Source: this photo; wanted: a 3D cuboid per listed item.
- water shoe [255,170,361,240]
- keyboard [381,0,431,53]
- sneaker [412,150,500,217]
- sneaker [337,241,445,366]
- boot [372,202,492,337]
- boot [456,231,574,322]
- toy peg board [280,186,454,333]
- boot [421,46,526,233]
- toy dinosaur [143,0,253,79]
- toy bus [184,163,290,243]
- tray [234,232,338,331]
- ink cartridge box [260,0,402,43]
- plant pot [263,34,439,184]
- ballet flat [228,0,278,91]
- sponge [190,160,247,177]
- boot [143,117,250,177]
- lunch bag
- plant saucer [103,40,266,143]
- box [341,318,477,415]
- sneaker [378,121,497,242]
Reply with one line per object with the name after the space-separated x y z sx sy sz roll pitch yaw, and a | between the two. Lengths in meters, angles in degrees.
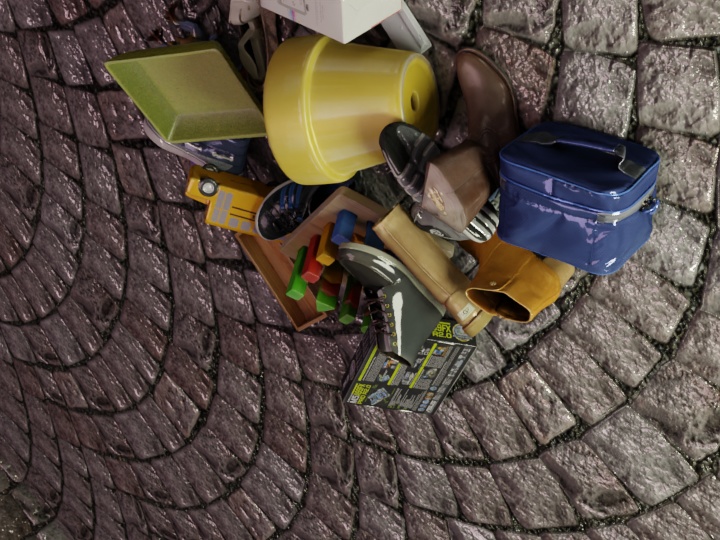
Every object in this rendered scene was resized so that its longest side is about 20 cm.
-0.086 -0.101 1.699 0.199 0.079 0.071 -35 116 23 | water shoe
0.024 -0.373 1.507 0.201 0.011 0.056 57 147 -3 | keyboard
0.144 -0.103 1.550 0.199 0.075 0.088 29 153 32 | sneaker
0.032 0.048 1.571 0.199 0.107 0.074 37 160 -28 | sneaker
0.106 -0.010 1.569 0.066 0.175 0.200 -43 93 7 | boot
0.176 -0.005 1.512 0.200 0.144 0.072 25 129 30 | boot
0.000 0.000 1.663 0.198 0.099 0.199 26 146 -19 | toy peg board
0.125 -0.164 1.403 0.064 0.200 0.188 -22 102 50 | boot
-0.239 -0.349 1.769 0.181 0.105 0.200 37 173 6 | toy dinosaur
-0.180 -0.104 1.780 0.198 0.065 0.079 14 116 -13 | toy bus
-0.125 -0.001 1.913 0.098 0.037 0.201 -28 97 51 | tray
-0.055 -0.380 1.484 0.199 0.116 0.068 31 141 32 | ink cartridge box
-0.003 -0.220 1.513 0.187 0.201 0.203 -1 119 28 | plant pot
-0.157 -0.357 1.655 0.068 0.067 0.202 10 124 40 | ballet flat
-0.240 -0.216 1.874 0.111 0.030 0.202 25 134 30 | sponge
-0.261 -0.226 1.818 0.199 0.073 0.091 30 129 13 | boot
0.266 -0.097 1.361 0.198 0.136 0.134 20 132 33 | lunch bag
-0.248 -0.274 1.687 0.197 0.048 0.200 -1 149 24 | plant saucer
0.072 0.145 1.737 0.158 0.045 0.201 9 139 -13 | box
0.078 -0.102 1.464 0.200 0.075 0.115 44 156 -16 | sneaker
